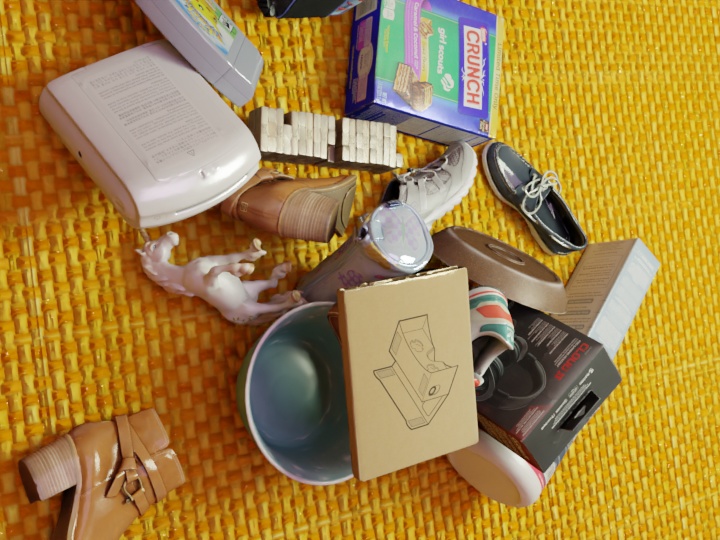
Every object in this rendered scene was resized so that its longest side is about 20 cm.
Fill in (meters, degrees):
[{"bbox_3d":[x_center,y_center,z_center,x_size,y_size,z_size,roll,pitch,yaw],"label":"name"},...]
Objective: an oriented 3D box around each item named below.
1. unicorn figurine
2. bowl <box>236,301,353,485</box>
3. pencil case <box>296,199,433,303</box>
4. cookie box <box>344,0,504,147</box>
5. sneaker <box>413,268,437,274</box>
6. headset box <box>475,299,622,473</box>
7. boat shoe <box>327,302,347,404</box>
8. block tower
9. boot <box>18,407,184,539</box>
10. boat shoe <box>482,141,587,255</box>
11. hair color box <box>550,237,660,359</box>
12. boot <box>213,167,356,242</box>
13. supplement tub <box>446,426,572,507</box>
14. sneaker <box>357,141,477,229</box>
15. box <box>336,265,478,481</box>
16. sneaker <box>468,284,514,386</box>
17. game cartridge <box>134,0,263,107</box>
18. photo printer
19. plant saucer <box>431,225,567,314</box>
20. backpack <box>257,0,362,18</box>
[{"bbox_3d":[-0.154,0.008,1.094,0.201,0.136,0.074,52,34,-33],"label":"unicorn figurine"},{"bbox_3d":[-0.063,0.139,1.141,0.198,0.105,0.204,3,84,-31],"label":"bowl"},{"bbox_3d":[0.000,0.000,1.136,0.090,0.200,0.084,-13,73,-34],"label":"pencil case"},{"bbox_3d":[0.086,-0.266,1.288,0.198,0.075,0.174,10,80,-32],"label":"cookie box"},{"bbox_3d":[0.085,0.097,1.256,0.078,0.079,0.203,4,85,-32],"label":"sneaker"},{"bbox_3d":[0.197,0.131,1.180,0.149,0.199,0.077,-46,129,-10],"label":"headset box"},{"bbox_3d":[0.019,0.126,1.092,0.072,0.075,0.201,-40,105,-26],"label":"boat shoe"},{"bbox_3d":[-0.044,-0.157,1.209,0.198,0.054,0.059,4,84,-33],"label":"block tower"},{"bbox_3d":[-0.251,0.253,1.034,0.153,0.073,0.203,-20,99,-36],"label":"boot"},{"bbox_3d":[0.244,-0.100,1.382,0.075,0.062,0.201,-44,108,-25],"label":"boat shoe"},{"bbox_3d":[0.333,0.052,1.403,0.061,0.099,0.201,43,65,-22],"label":"hair color box"},{"bbox_3d":[-0.089,-0.090,1.147,0.153,0.200,0.075,16,102,8],"label":"boot"},{"bbox_3d":[0.213,0.189,1.291,0.141,0.140,0.200,49,63,-19],"label":"supplement tub"},{"bbox_3d":[0.077,-0.103,1.267,0.082,0.074,0.200,50,64,-20],"label":"sneaker"},{"bbox_3d":[0.054,0.106,1.061,0.162,0.021,0.203,-11,100,-31],"label":"box"},{"bbox_3d":[0.096,0.105,1.158,0.070,0.199,0.094,39,25,-36],"label":"sneaker"},{"bbox_3d":[-0.185,-0.276,1.095,0.200,0.040,0.134,46,23,-21],"label":"game cartridge"},{"bbox_3d":[-0.213,-0.139,1.036,0.165,0.070,0.200,-30,66,-30],"label":"photo printer"},{"bbox_3d":[0.177,-0.008,1.256,0.198,0.200,0.035,17,105,-30],"label":"plant saucer"},{"bbox_3d":[-0.054,-0.418,1.161,0.133,0.182,0.203,-11,80,-40],"label":"backpack"}]
